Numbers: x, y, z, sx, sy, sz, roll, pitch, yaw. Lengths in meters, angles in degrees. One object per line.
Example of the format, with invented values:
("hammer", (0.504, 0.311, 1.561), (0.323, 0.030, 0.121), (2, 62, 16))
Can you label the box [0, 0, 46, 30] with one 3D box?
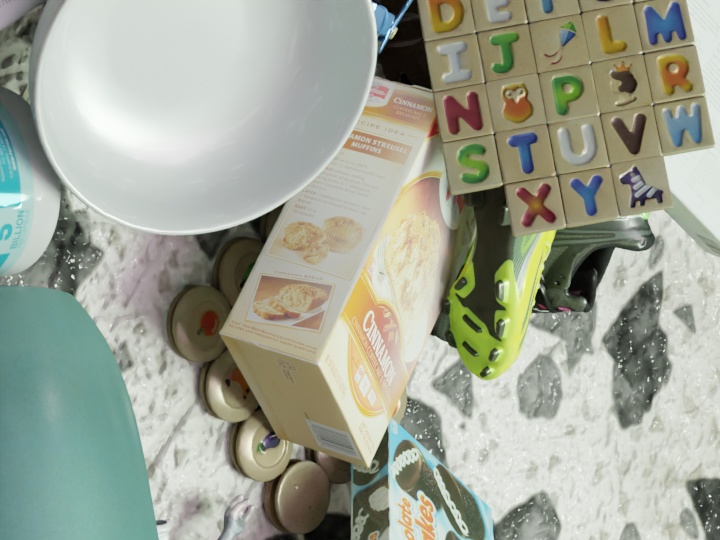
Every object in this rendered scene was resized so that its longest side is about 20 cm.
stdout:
("box", (-0.232, -0.242, 1.284), (0.199, 0.131, 0.200), (-38, 119, -36))

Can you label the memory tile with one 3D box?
("memory tile", (-0.045, 0.062, 1.575), (0.153, 0.017, 0.200), (-46, 123, -32))

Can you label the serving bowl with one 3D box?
("serving bowl", (-0.094, -0.121, 1.308), (0.200, 0.066, 0.200), (-14, 126, -19))

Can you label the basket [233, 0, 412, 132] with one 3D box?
("basket", (-0.050, -0.191, 1.417), (0.176, 0.139, 0.200), (32, 97, 0))

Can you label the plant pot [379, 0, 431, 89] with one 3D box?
("plant pot", (0.131, -0.161, 1.605), (0.198, 0.200, 0.201), (3, 91, -45))

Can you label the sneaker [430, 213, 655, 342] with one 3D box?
("sneaker", (0.118, 0.003, 1.613), (0.077, 0.200, 0.084), (-24, 80, -53))

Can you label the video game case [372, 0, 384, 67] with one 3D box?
("video game case", (-0.040, -0.242, 1.554), (0.182, 0.023, 0.200), (3, 90, -45))

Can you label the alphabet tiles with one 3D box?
("alphabet tiles", (0.126, -0.125, 1.463), (0.006, 0.166, 0.200), (68, 13, -76))

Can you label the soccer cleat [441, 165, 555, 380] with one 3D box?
("soccer cleat", (0.104, -0.013, 1.544), (0.084, 0.065, 0.200), (-25, 135, -36))

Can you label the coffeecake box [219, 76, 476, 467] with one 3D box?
("coffeecake box", (0.000, 0.000, 1.513), (0.200, 0.073, 0.154), (-64, 157, -22))

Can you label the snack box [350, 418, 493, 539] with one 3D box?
("snack box", (0.043, 0.200, 1.546), (0.116, 0.037, 0.200), (43, 26, -28))

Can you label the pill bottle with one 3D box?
("pill bottle", (-0.270, -0.039, 1.276), (0.200, 0.111, 0.111), (-11, 101, -43))

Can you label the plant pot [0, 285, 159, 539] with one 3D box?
("plant pot", (-0.212, 0.096, 1.291), (0.200, 0.200, 0.161), (4, 77, -45))

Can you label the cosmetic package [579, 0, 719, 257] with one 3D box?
("cosmetic package", (0.231, -0.117, 1.548), (0.200, 0.052, 0.151), (41, 82, -38))

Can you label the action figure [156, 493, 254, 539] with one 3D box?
("action figure", (-0.093, 0.229, 1.461), (0.149, 0.200, 0.134), (-54, 173, 8))
